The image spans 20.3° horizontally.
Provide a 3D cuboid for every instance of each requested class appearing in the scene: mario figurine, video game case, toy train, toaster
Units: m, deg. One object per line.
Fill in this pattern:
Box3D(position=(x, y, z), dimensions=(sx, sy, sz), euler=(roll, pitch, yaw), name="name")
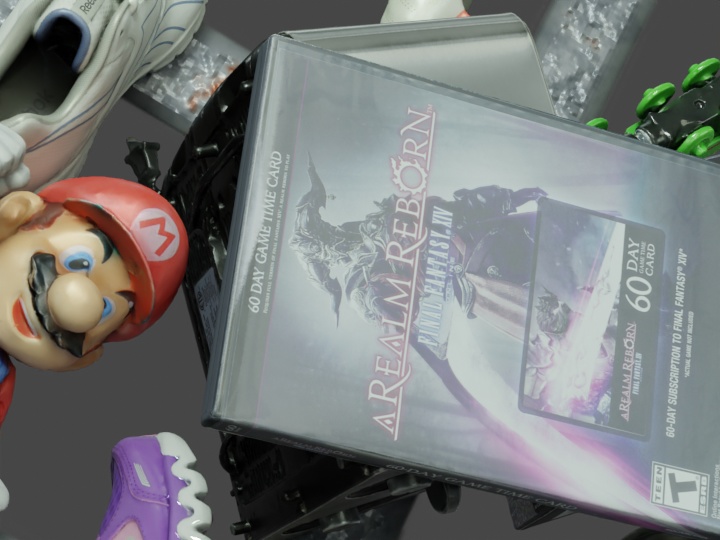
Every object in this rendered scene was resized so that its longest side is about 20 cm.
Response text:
Box3D(position=(-0.154, 0.026, 0.779), dimensions=(0.200, 0.124, 0.106), euler=(-29, 57, -18), name="mario figurine")
Box3D(position=(0.049, 0.008, 0.715), dimensions=(0.200, 0.019, 0.143), euler=(15, 68, -19), name="video game case")
Box3D(position=(0.151, -0.064, 0.945), dimensions=(0.200, 0.056, 0.042), euler=(-28, 67, -24), name="toy train")
Box3D(position=(0.000, 0.000, 0.809), dimensions=(0.118, 0.181, 0.201), euler=(-10, 76, -24), name="toaster")

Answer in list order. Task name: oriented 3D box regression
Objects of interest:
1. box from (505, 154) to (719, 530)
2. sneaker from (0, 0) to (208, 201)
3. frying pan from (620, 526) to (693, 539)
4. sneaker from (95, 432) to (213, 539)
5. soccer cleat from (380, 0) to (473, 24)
Box3D(position=(0.154, 0.020, 0.876), dimensions=(0.200, 0.132, 0.115), euler=(-13, 74, -23), name="box")
Box3D(position=(-0.111, -0.109, 0.859), dimensions=(0.074, 0.087, 0.200), euler=(28, 65, -6), name="sneaker")
Box3D(position=(0.166, 0.196, 0.875), dimensions=(0.115, 0.031, 0.190), euler=(-36, 89, -25), name="frying pan")
Box3D(position=(-0.101, 0.154, 0.771), dimensions=(0.088, 0.081, 0.201), euler=(2, 61, -5), name="sneaker")
Box3D(position=(0.044, -0.171, 0.945), dimensions=(0.077, 0.069, 0.200), euler=(30, 58, -1), name="soccer cleat")
